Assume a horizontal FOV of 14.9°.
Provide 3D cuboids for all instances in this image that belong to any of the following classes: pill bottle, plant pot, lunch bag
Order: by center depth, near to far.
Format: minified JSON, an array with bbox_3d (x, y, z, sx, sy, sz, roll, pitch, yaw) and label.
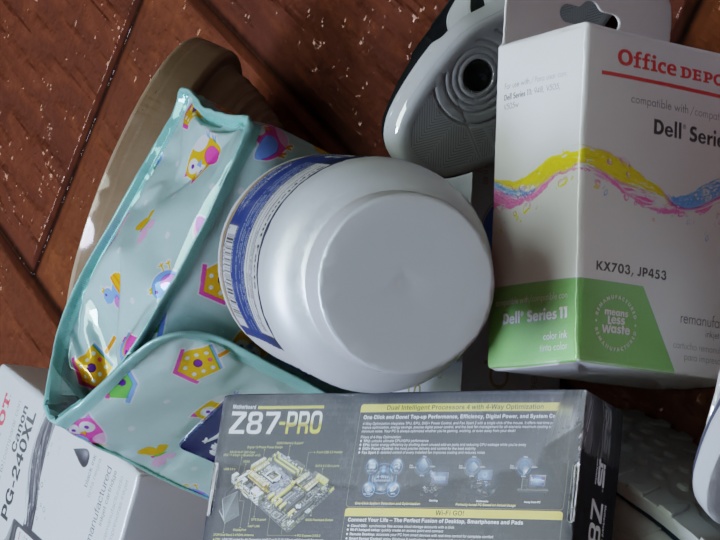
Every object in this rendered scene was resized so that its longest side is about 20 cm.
[{"bbox_3d":[0.000,0.000,1.317,0.200,0.111,0.111,-165,84,-77],"label":"pill bottle"},{"bbox_3d":[-0.060,0.028,1.484,0.122,0.170,0.200,24,87,57],"label":"lunch bag"},{"bbox_3d":[-0.089,-0.027,1.606,0.201,0.093,0.201,21,-90,-83],"label":"plant pot"}]

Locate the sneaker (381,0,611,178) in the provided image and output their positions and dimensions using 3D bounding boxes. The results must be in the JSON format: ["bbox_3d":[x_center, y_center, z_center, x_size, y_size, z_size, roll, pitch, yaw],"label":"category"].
[{"bbox_3d":[0.068,-0.131,1.415,0.200,0.073,0.112,-47,30,-12],"label":"sneaker"}]

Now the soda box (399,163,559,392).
[{"bbox_3d":[0.062,0.020,1.436,0.064,0.068,0.200,-8,77,54],"label":"soda box"}]

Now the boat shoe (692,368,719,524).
[{"bbox_3d":[0.199,0.019,1.243,0.066,0.072,0.200,46,119,54],"label":"boat shoe"}]

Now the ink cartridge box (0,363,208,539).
[{"bbox_3d":[-0.168,0.159,1.720,0.200,0.083,0.145,29,107,53],"label":"ink cartridge box"}]

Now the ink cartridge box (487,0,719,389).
[{"bbox_3d":[0.127,-0.048,1.314,0.067,0.117,0.200,-9,76,53],"label":"ink cartridge box"}]

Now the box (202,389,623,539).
[{"bbox_3d":[0.018,0.138,1.287,0.200,0.049,0.161,-3,73,29],"label":"box"}]

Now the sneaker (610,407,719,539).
[{"bbox_3d":[0.144,0.133,1.299,0.200,0.076,0.081,49,131,49],"label":"sneaker"}]
